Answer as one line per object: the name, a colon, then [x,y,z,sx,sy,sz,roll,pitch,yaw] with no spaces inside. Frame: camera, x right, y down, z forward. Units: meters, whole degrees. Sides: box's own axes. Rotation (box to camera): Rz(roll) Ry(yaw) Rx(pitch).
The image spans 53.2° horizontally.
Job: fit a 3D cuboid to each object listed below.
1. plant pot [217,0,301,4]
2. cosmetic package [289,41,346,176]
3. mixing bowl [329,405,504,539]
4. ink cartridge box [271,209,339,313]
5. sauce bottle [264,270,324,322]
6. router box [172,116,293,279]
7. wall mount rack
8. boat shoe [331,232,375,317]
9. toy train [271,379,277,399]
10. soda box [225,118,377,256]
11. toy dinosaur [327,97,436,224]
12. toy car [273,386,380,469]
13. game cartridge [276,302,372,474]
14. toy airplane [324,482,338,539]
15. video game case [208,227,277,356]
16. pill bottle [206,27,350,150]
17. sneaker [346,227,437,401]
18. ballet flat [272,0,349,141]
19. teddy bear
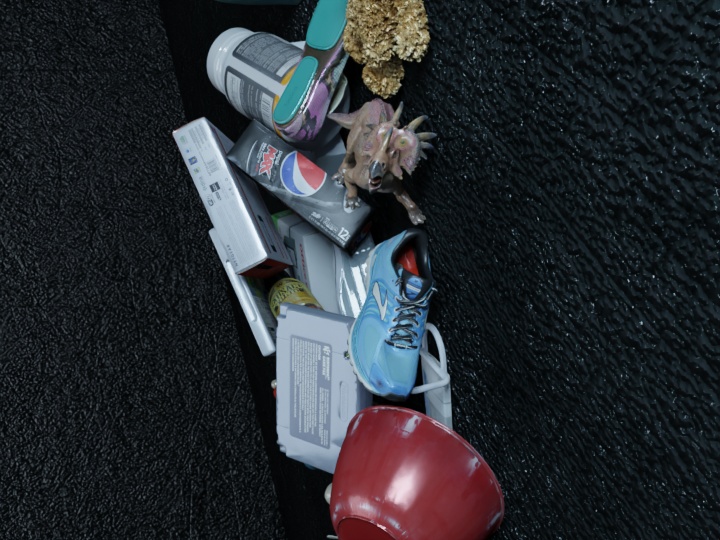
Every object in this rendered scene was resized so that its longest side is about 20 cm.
plant pot: [-0.179,-0.477,1.023,0.200,0.159,0.203,167,90,-73]
cosmetic package: [-0.084,-0.217,1.091,0.151,0.051,0.202,113,141,-64]
mixing bowl: [0.041,0.256,0.764,0.198,0.108,0.202,21,132,25]
ink cartridge box: [-0.070,-0.014,1.136,0.200,0.083,0.148,-149,47,-66]
sauce bottle: [-0.099,0.047,1.025,0.200,0.065,0.067,-140,40,-63]
router box: [-0.169,-0.090,0.986,0.179,0.048,0.202,35,-150,-84]
wall mount rack: [0.055,0.153,0.872,0.174,0.074,0.203,-136,38,-65]
boat shoe: [0.000,0.000,0.973,0.067,0.072,0.203,86,178,-79]
toy train: [-0.054,0.226,1.172,0.150,0.056,0.200,41,-179,29]
soda box: [-0.074,-0.106,0.925,0.199,0.064,0.071,37,178,10]
toy dinosaur: [0.020,-0.137,0.762,0.137,0.085,0.201,96,160,-47]
toy car: [-0.054,0.195,1.039,0.175,0.149,0.202,31,-140,-63]
game cartridge: [-0.047,0.148,0.894,0.132,0.041,0.203,9,105,29]
toy airplane: [0.046,0.354,0.905,0.141,0.198,0.202,-8,84,57]
video game case: [-0.153,0.036,1.035,0.200,0.022,0.184,72,174,-84]
pill bottle: [-0.115,-0.250,0.965,0.199,0.116,0.117,37,141,36]
sneaker: [0.039,0.039,0.767,0.090,0.077,0.202,132,148,-54]
ballet flat: [-0.037,-0.246,0.845,0.069,0.071,0.202,30,99,42]
teddy bear: [0.016,-0.258,0.708,0.200,0.066,0.147,148,106,-73]
